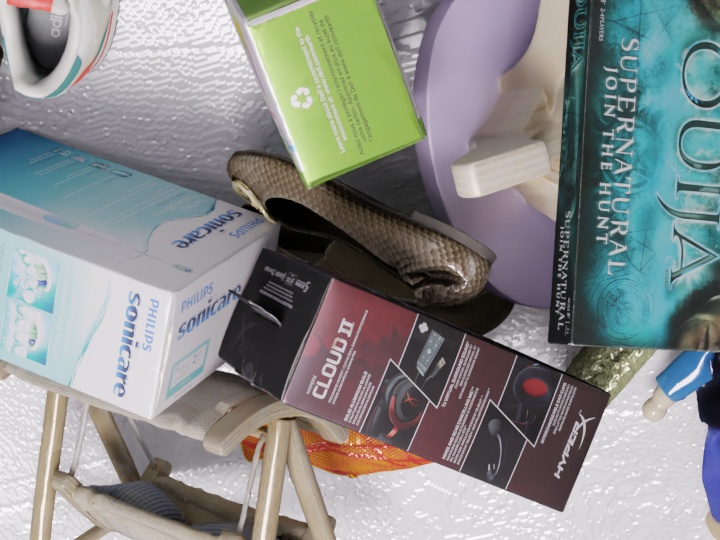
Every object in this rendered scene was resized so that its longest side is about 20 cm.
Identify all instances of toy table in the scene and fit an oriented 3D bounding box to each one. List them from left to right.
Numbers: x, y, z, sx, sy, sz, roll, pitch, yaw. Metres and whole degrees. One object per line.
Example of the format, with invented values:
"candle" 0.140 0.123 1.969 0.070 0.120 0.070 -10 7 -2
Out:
"toy table" 0.115 -0.074 0.947 0.183 0.117 0.201 -30 105 -20

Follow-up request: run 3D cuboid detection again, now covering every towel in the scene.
"towel" 0.165 0.040 1.017 0.036 0.148 0.200 40 115 7

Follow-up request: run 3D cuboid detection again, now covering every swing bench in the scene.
"swing bench" -0.118 0.137 1.066 0.198 0.130 0.201 15 120 33

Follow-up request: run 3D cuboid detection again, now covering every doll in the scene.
"doll" 0.252 0.087 1.081 0.136 0.049 0.201 -4 116 8

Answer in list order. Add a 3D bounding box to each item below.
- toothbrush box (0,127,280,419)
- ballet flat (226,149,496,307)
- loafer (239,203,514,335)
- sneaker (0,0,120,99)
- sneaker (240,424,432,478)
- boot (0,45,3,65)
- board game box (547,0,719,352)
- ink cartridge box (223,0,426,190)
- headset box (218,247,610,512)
"toothbrush box" -0.170 -0.005 1.000 0.199 0.146 0.086 18 113 16
"ballet flat" -0.009 -0.023 0.960 0.199 0.067 0.047 24 84 35
"loafer" 0.000 0.000 1.052 0.199 0.076 0.068 5 123 4
"sneaker" -0.173 -0.193 0.966 0.070 0.094 0.201 12 118 0
"sneaker" 0.013 0.104 1.117 0.199 0.073 0.077 6 133 12
"boot" -0.336 -0.104 1.044 0.203 0.074 0.154 18 120 -1
"board game box" 0.170 -0.057 0.891 0.135 0.028 0.201 3 91 -23
"ink cartridge box" -0.042 -0.167 0.926 0.075 0.148 0.201 -23 112 -2
"headset box" 0.017 0.056 0.940 0.199 0.149 0.075 23 89 -19
